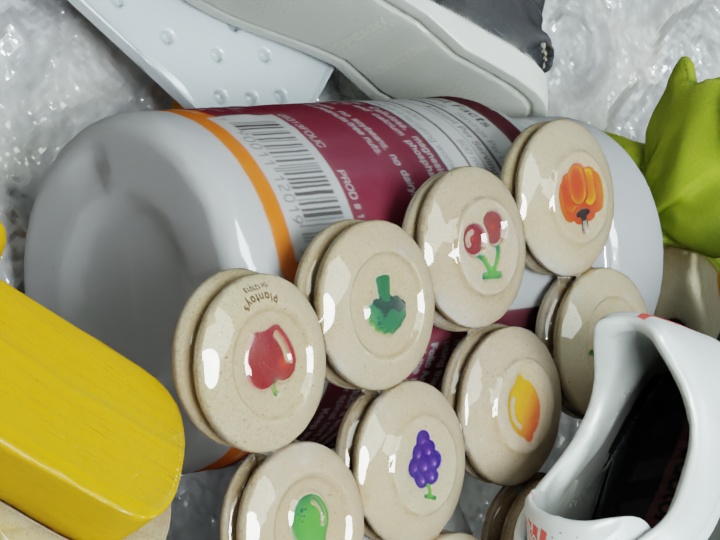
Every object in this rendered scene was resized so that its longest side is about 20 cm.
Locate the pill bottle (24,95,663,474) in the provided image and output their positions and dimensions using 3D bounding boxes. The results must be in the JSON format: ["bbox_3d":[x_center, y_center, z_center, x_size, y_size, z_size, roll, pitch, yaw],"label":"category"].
[{"bbox_3d":[0.000,0.000,0.811,0.200,0.114,0.114,-6,77,-43],"label":"pill bottle"}]

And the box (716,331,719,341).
[{"bbox_3d":[0.164,0.109,0.786,0.104,0.200,0.182,19,15,-15],"label":"box"}]

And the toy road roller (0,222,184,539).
[{"bbox_3d":[-0.145,0.008,0.680,0.200,0.123,0.146,36,41,-25],"label":"toy road roller"}]

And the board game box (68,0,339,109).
[{"bbox_3d":[-0.070,-0.163,0.876,0.200,0.026,0.200,43,50,-20],"label":"board game box"}]

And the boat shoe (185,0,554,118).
[{"bbox_3d":[-0.006,-0.113,0.845,0.200,0.074,0.060,27,57,-35],"label":"boat shoe"}]

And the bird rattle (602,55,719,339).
[{"bbox_3d":[0.140,0.019,0.942,0.163,0.113,0.200,-22,92,-61],"label":"bird rattle"}]

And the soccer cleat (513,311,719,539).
[{"bbox_3d":[0.070,0.108,0.720,0.085,0.069,0.200,39,65,-49],"label":"soccer cleat"}]

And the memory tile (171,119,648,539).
[{"bbox_3d":[0.030,0.049,0.741,0.200,0.017,0.154,-27,109,-45],"label":"memory tile"}]

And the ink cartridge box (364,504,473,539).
[{"bbox_3d":[-0.030,0.166,0.738,0.200,0.083,0.147,-25,90,-44],"label":"ink cartridge box"}]
